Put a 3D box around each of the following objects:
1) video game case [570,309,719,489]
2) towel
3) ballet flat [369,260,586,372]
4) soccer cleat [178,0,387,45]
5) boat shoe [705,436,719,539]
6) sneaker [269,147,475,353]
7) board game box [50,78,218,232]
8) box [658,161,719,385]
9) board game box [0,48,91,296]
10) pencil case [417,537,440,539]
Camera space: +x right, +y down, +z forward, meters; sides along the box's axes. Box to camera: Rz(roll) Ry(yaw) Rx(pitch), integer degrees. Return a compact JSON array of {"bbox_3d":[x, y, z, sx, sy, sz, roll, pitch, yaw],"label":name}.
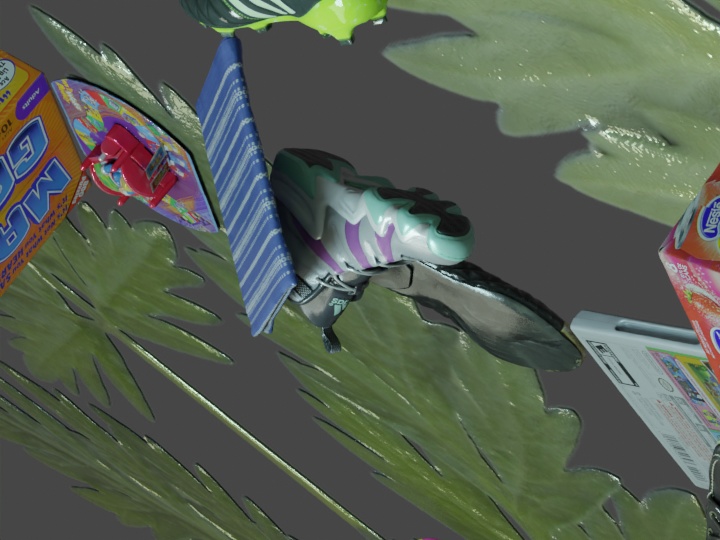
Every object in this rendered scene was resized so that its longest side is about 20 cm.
[{"bbox_3d":[0.268,0.108,1.697,0.182,0.022,0.200,10,147,52],"label":"video game case"},{"bbox_3d":[-0.083,-0.063,1.736,0.145,0.024,0.201,124,134,-69],"label":"towel"},{"bbox_3d":[0.087,0.015,1.779,0.199,0.057,0.067,29,132,7],"label":"ballet flat"},{"bbox_3d":[-0.057,-0.197,1.514,0.200,0.067,0.081,11,130,50],"label":"soccer cleat"},{"bbox_3d":[0.290,0.192,1.715,0.073,0.065,0.200,25,156,34],"label":"boat shoe"},{"bbox_3d":[0.000,0.000,1.726,0.078,0.141,0.200,1,-162,-42],"label":"sneaker"},{"bbox_3d":[-0.210,-0.088,2.041,0.158,0.039,0.200,29,159,22],"label":"board game box"},{"bbox_3d":[0.268,0.026,1.394,0.099,0.096,0.200,20,154,39],"label":"box"},{"bbox_3d":[-0.400,-0.098,2.106,0.199,0.200,0.200,29,159,21],"label":"board game box"},{"bbox_3d":[0.080,0.357,2.503,0.088,0.089,0.200,32,162,14],"label":"pencil case"}]
